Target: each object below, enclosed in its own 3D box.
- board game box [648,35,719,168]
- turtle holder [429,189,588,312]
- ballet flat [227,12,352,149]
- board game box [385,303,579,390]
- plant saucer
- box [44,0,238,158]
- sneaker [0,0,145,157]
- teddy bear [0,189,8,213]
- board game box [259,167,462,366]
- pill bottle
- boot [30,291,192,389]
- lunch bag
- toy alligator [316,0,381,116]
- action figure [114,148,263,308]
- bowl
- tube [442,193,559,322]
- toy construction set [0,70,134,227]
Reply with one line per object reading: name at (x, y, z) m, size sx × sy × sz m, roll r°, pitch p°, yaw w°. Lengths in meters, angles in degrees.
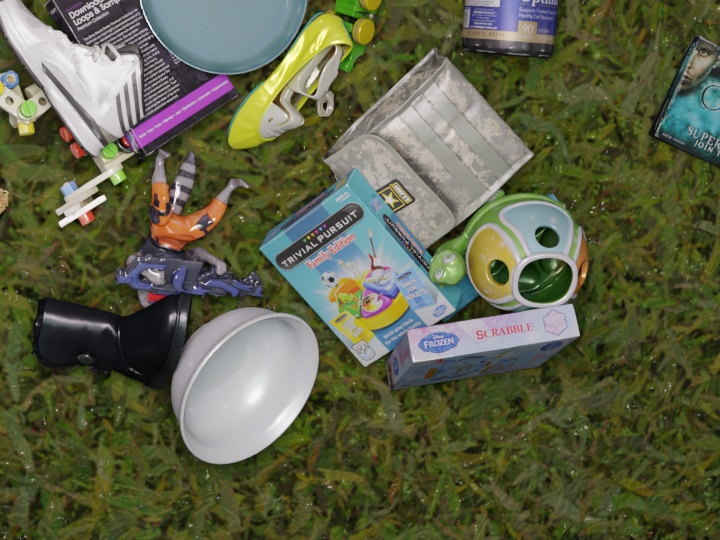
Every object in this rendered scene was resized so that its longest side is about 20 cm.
board game box at (0.478, -0.193, 1.684) m, size 0.198 × 0.028 × 0.137 m, roll 22°, pitch 97°, yaw -13°
turtle holder at (0.182, -0.021, 1.561) m, size 0.184 × 0.132 × 0.142 m, roll 25°, pitch 107°, yaw -20°
ballet flat at (-0.079, -0.206, 1.541) m, size 0.200 × 0.067 × 0.067 m, roll -50°, pitch 61°, yaw 14°
board game box at (0.140, 0.094, 1.591) m, size 0.197 × 0.200 × 0.042 m, roll -8°, pitch 77°, yaw -9°
plant saucer at (-0.157, -0.324, 1.517) m, size 0.197 × 0.027 × 0.203 m, roll -1°, pitch 94°, yaw -18°
box at (-0.246, -0.250, 1.514) m, size 0.143 × 0.036 × 0.201 m, roll -37°, pitch 105°, yaw -28°
sneaker at (-0.302, -0.235, 1.434) m, size 0.115 × 0.076 × 0.202 m, roll -34°, pitch 109°, yaw -3°
teddy bear at (-0.482, -0.079, 1.525) m, size 0.144 × 0.067 × 0.202 m, roll -30°, pitch 98°, yaw -13°
board game box at (0.000, 0.000, 1.589) m, size 0.150 × 0.047 × 0.200 m, roll -34°, pitch 106°, yaw 30°
pill bottle at (0.180, -0.354, 1.559) m, size 0.110 × 0.112 × 0.203 m, roll 2°, pitch 100°, yaw -10°
boot at (-0.289, 0.070, 1.524) m, size 0.166 × 0.200 × 0.077 m, roll 14°, pitch 62°, yaw -14°
lunch bag at (0.074, -0.134, 1.581) m, size 0.200 × 0.118 × 0.164 m, roll -43°, pitch 107°, yaw 7°
toy alligator at (-0.009, -0.279, 1.574) m, size 0.054 × 0.059 × 0.202 m, roll -6°, pitch 114°, yaw -53°
action figure at (-0.201, -0.031, 1.579) m, size 0.199 × 0.104 × 0.195 m, roll 16°, pitch 105°, yaw -40°
bowl at (-0.152, 0.121, 1.579) m, size 0.200 × 0.090 × 0.203 m, roll -26°, pitch 133°, yaw -32°
tube at (0.169, -0.019, 1.653) m, size 0.199 × 0.050 × 0.078 m, roll -33°, pitch 108°, yaw 0°
toy construction set at (-0.332, -0.151, 1.516) m, size 0.131 × 0.092 × 0.202 m, roll -35°, pitch 114°, yaw -27°
